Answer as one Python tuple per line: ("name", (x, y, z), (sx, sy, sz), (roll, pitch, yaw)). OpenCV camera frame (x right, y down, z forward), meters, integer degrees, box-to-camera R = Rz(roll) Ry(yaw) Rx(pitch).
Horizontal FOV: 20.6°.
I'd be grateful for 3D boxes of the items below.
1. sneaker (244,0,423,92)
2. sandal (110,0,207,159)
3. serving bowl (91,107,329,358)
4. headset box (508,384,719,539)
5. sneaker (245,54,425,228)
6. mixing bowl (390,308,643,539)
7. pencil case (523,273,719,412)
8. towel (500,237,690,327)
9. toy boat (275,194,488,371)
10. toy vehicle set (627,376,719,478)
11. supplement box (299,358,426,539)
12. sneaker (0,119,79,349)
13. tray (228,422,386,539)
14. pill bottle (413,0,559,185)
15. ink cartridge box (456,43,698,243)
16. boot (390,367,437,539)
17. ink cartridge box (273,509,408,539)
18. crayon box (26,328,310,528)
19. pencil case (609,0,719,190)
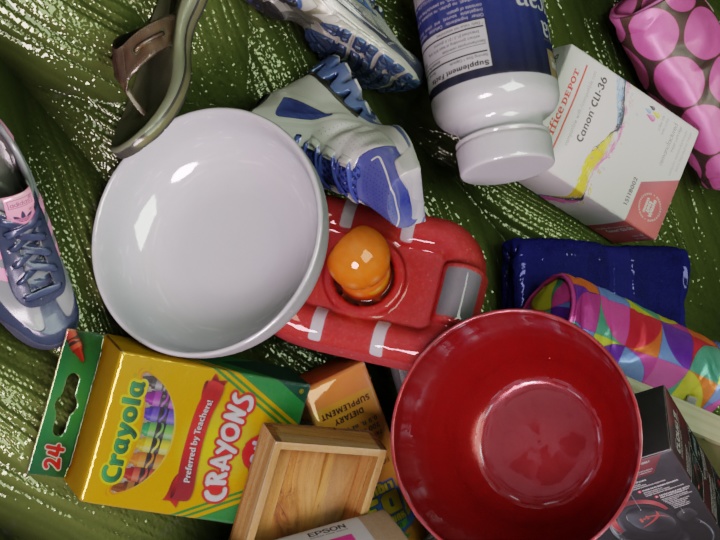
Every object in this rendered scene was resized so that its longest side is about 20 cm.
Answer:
("sneaker", (-0.015, -0.230, 1.666), (0.200, 0.077, 0.085), (38, 66, -22))
("sandal", (-0.170, -0.181, 1.579), (0.057, 0.080, 0.202), (24, 67, -30))
("serving bowl", (-0.110, -0.024, 1.561), (0.066, 0.199, 0.201), (29, 70, -64))
("headset box", (0.222, 0.190, 1.688), (0.200, 0.148, 0.075), (54, 26, -39))
("sneaker", (-0.033, -0.091, 1.608), (0.115, 0.200, 0.081), (-22, 133, -15))
("mixing bowl", (0.132, 0.136, 1.577), (0.199, 0.108, 0.201), (-2, 82, 15))
("pencil case", (0.236, 0.072, 1.725), (0.200, 0.088, 0.089), (23, 76, -24))
("towel", (0.211, 0.048, 1.790), (0.199, 0.050, 0.148), (4, 82, -30))
("toy boat", (0.000, 0.000, 1.597), (0.199, 0.131, 0.131), (12, 75, 9))
("toy vehicle set", (0.240, 0.146, 1.737), (0.200, 0.124, 0.027), (23, 54, -23))
("supplement box", (-0.001, 0.177, 1.654), (0.066, 0.069, 0.201), (-25, 101, -25))
("sneaker", (-0.267, -0.029, 1.512), (0.070, 0.082, 0.200), (-32, 102, -26))
("tray", (-0.055, 0.220, 1.589), (0.098, 0.037, 0.201), (7, 111, -26))
("pill bottle", (0.110, -0.180, 1.688), (0.111, 0.111, 0.201), (-2, 75, -28))
("ink cartridge box", (0.195, -0.122, 1.776), (0.200, 0.067, 0.117), (30, 74, -24))
("boot", (0.086, 0.148, 1.702), (0.182, 0.072, 0.201), (26, 44, -62))
("ink cartridge box", (-0.052, 0.295, 1.563), (0.199, 0.075, 0.165), (-13, 118, -17))
("crayon box", (-0.151, 0.127, 1.566), (0.199, 0.051, 0.127), (11, 100, -27))
("pencil case", (0.316, -0.178, 1.837), (0.094, 0.091, 0.200), (-39, 107, -33))
